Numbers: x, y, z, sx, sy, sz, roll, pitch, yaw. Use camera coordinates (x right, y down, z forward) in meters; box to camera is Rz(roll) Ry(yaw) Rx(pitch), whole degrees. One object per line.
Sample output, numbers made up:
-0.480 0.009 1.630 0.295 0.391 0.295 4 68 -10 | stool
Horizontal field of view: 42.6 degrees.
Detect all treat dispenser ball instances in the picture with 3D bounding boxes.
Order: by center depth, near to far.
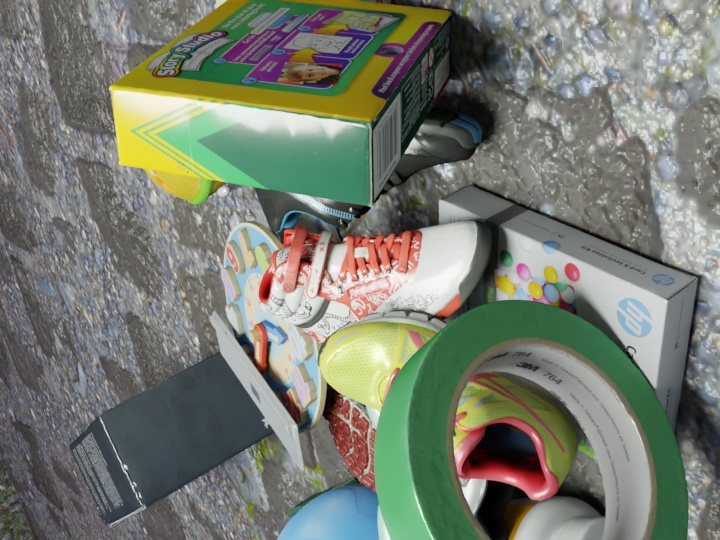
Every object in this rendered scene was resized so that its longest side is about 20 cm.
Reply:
0.005 0.310 0.893 0.199 0.199 0.205 32 135 38 | treat dispenser ball

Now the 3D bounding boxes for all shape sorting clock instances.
-0.086 0.055 0.863 0.199 0.039 0.204 38 138 44 | shape sorting clock

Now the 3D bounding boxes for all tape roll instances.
0.105 0.120 0.558 0.202 0.198 0.048 57 146 10 | tape roll

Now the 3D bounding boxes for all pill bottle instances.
0.135 0.243 0.751 0.199 0.108 0.111 -27 89 57 | pill bottle

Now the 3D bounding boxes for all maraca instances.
-0.183 -0.142 0.945 0.199 0.105 0.140 31 124 59 | maraca

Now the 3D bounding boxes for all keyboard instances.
-0.101 0.111 0.889 0.200 0.011 0.057 45 154 48 | keyboard

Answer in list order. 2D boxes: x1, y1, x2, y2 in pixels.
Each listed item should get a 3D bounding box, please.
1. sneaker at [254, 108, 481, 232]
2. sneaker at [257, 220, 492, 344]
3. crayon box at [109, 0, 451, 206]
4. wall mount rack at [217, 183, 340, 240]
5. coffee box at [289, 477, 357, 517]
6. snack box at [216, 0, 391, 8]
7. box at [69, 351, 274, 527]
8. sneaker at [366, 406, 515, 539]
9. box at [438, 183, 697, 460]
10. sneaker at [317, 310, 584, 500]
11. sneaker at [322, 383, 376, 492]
0.004 -0.078 0.712 0.196 0.073 0.084 -4 99 30 | sneaker
0.000 0.001 0.689 0.107 0.068 0.200 29 146 -23 | sneaker
-0.043 -0.126 0.621 0.169 0.201 0.059 9 125 16 | crayon box
-0.056 -0.042 0.859 0.172 0.074 0.204 -12 102 55 | wall mount rack
0.003 0.345 1.060 0.202 0.044 0.123 59 146 7 | coffee box
-0.054 -0.222 0.771 0.199 0.037 0.118 35 136 36 | snack box
-0.236 0.209 1.159 0.126 0.198 0.196 61 146 4 | box
0.079 0.127 0.725 0.138 0.077 0.205 -13 78 32 | sneaker
0.140 0.042 0.676 0.198 0.041 0.159 28 133 41 | box
0.060 0.094 0.633 0.196 0.091 0.079 19 122 6 | sneaker
0.008 0.121 0.866 0.201 0.081 0.079 54 147 30 | sneaker
